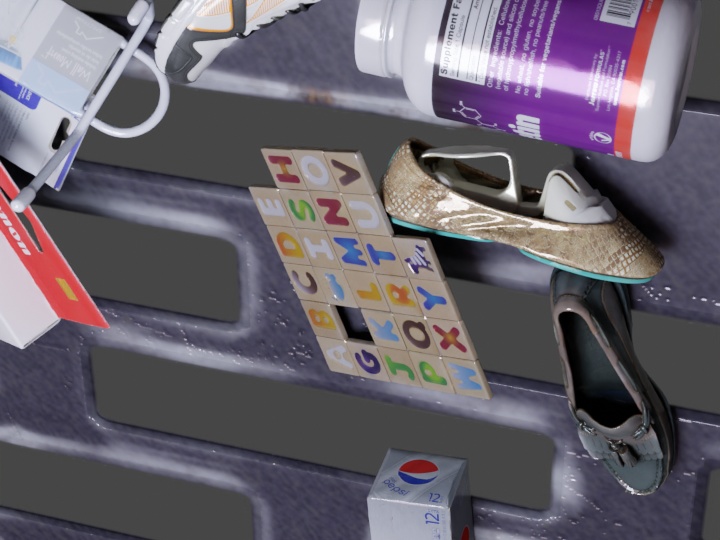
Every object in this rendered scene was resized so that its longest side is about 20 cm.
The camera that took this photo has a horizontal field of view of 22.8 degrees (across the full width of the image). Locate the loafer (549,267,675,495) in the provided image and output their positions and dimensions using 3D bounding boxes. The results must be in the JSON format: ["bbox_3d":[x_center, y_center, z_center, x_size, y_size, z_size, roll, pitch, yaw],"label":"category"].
[{"bbox_3d":[0.170,0.084,1.257,0.072,0.063,0.200,-7,119,26],"label":"loafer"}]

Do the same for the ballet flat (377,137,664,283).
[{"bbox_3d":[0.108,-0.045,1.194,0.200,0.071,0.065,13,115,10],"label":"ballet flat"}]

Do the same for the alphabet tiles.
[{"bbox_3d":[0.000,0.000,1.262,0.167,0.008,0.200,7,129,47],"label":"alphabet tiles"}]

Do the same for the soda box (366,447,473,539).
[{"bbox_3d":[0.052,0.239,1.410,0.068,0.063,0.200,5,124,17],"label":"soda box"}]

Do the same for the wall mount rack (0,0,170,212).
[{"bbox_3d":[-0.235,-0.138,1.211,0.200,0.174,0.075,30,172,0],"label":"wall mount rack"}]

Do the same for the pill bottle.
[{"bbox_3d":[0.103,-0.139,1.101,0.200,0.112,0.113,13,126,14],"label":"pill bottle"}]

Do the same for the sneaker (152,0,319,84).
[{"bbox_3d":[-0.065,-0.184,1.164,0.080,0.074,0.200,37,128,-8],"label":"sneaker"}]

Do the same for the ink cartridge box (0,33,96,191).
[{"bbox_3d":[-0.280,-0.150,1.294,0.200,0.039,0.099,34,128,-1],"label":"ink cartridge box"}]

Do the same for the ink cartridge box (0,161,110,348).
[{"bbox_3d":[-0.286,-0.032,1.318,0.176,0.045,0.200,11,136,58],"label":"ink cartridge box"}]
